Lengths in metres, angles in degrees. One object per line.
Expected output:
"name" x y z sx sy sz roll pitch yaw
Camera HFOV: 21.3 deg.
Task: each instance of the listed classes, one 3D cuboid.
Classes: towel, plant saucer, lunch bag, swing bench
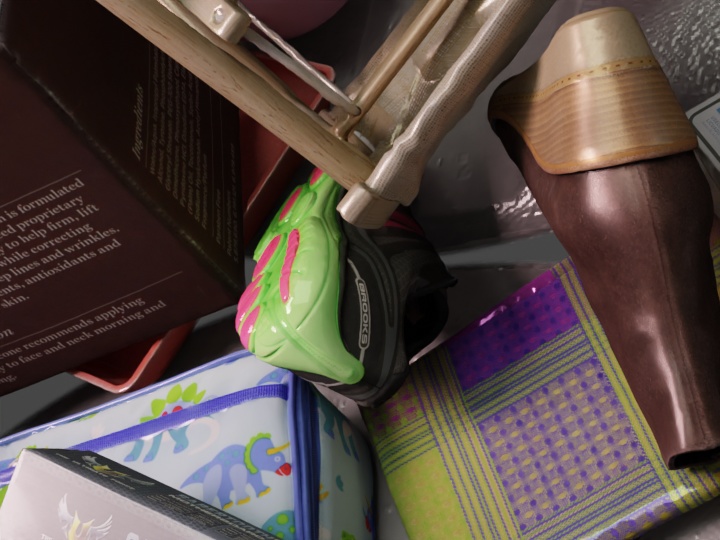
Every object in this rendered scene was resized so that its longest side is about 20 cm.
"towel" 0.102 0.053 0.795 0.200 0.023 0.144 -33 45 10
"plant saucer" -0.124 -0.034 1.010 0.200 0.037 0.200 17 68 41
"lunch bag" -0.094 0.127 0.833 0.200 0.082 0.161 -19 45 21
"swing bench" 0.000 -0.155 0.775 0.200 0.130 0.199 40 100 6

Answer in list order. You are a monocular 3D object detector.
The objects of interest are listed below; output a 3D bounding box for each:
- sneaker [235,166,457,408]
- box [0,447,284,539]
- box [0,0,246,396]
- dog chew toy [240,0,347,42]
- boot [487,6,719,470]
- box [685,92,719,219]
"sneaker" 0.000 0.000 0.861 0.077 0.084 0.200 -45 13 29
"box" -0.064 0.174 0.716 0.200 0.051 0.158 21 93 22
"box" -0.172 -0.071 0.903 0.166 0.200 0.164 -20 48 19
"dog chew toy" -0.094 -0.179 1.015 0.200 0.125 0.125 -2 56 33
"boot" 0.102 -0.002 0.753 0.072 0.200 0.167 -12 84 2
"box" 0.240 -0.060 0.744 0.200 0.060 0.117 -30 45 2
